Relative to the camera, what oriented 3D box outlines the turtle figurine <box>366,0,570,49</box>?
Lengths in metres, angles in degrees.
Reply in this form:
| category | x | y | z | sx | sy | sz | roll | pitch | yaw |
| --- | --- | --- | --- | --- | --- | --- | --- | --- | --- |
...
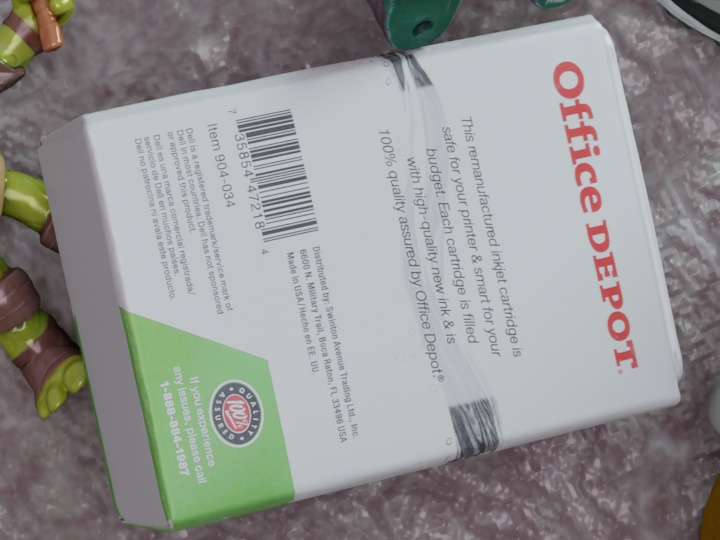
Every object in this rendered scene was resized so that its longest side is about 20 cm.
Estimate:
| category | x | y | z | sx | sy | sz | roll | pitch | yaw |
| --- | --- | --- | --- | --- | --- | --- | --- | --- | --- |
| turtle figurine | 0.004 | -0.175 | 0.976 | 0.149 | 0.101 | 0.200 | -28 | 65 | -10 |

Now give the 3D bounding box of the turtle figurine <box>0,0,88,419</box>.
| category | x | y | z | sx | sy | sz | roll | pitch | yaw |
| --- | --- | --- | --- | --- | --- | --- | --- | --- | --- |
| turtle figurine | -0.156 | -0.021 | 0.990 | 0.161 | 0.064 | 0.200 | 43 | 72 | -11 |

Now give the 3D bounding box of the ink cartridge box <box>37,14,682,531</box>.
| category | x | y | z | sx | sy | sz | roll | pitch | yaw |
| --- | --- | --- | --- | --- | --- | --- | --- | --- | --- |
| ink cartridge box | 0.000 | 0.000 | 0.964 | 0.199 | 0.084 | 0.146 | -12 | 90 | -19 |

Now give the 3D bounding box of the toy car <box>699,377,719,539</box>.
| category | x | y | z | sx | sy | sz | roll | pitch | yaw |
| --- | --- | --- | --- | --- | --- | --- | --- | --- | --- |
| toy car | 0.191 | 0.128 | 0.941 | 0.149 | 0.200 | 0.176 | 9 | 107 | -8 |

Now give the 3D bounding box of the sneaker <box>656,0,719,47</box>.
| category | x | y | z | sx | sy | sz | roll | pitch | yaw |
| --- | --- | --- | --- | --- | --- | --- | --- | --- | --- |
| sneaker | 0.118 | -0.165 | 0.998 | 0.074 | 0.079 | 0.201 | -34 | 92 | -4 |
